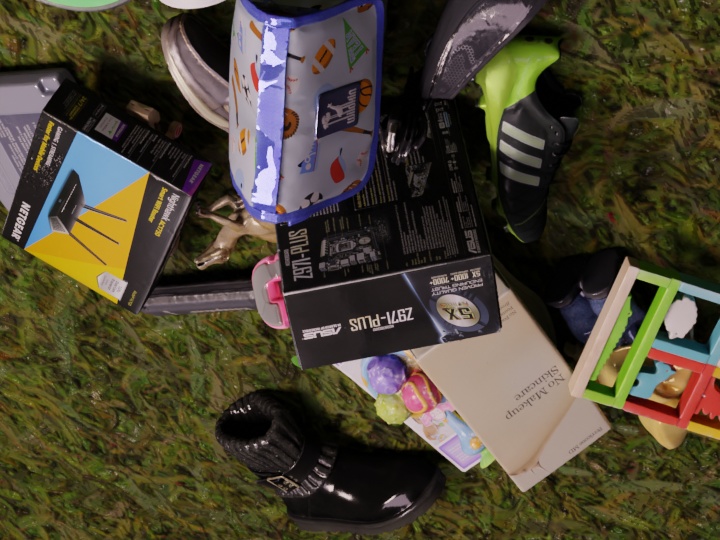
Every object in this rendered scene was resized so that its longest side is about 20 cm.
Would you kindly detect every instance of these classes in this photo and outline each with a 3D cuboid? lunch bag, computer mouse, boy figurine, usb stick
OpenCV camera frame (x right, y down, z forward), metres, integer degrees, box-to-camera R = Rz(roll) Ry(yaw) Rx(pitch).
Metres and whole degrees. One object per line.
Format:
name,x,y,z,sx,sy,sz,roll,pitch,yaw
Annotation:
lunch bag,-0.042,-0.149,1.396,0.123,0.200,0.171,8,119,7
computer mouse,0.077,-0.179,1.395,0.053,0.139,0.200,38,119,-10
boy figurine,0.243,0.074,1.621,0.124,0.065,0.200,-16,125,37
usb stick,-0.125,0.023,1.764,0.199,0.055,0.033,-4,88,30

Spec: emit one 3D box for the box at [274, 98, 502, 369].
box,0.015,-0.033,1.485,0.163,0.201,0.086,-11,133,1

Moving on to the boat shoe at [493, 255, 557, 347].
boat shoe,0.112,0.029,1.654,0.200,0.072,0.068,51,171,-35

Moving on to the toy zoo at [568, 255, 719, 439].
toy zoo,0.291,0.074,1.569,0.199,0.020,0.132,17,115,-10

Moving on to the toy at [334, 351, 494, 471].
toy,0.053,0.123,1.778,0.200,0.047,0.115,37,136,-13

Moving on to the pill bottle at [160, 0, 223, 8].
pill bottle,-0.140,-0.300,1.390,0.108,0.109,0.201,6,135,22

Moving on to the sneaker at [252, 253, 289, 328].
sneaker,0.000,0.000,1.624,0.199,0.095,0.080,-10,89,42

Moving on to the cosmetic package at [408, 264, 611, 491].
cosmetic package,0.122,0.088,1.607,0.103,0.073,0.200,-37,127,4

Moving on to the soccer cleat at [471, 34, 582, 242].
soccer cleat,0.140,-0.101,1.493,0.081,0.068,0.201,-2,132,14

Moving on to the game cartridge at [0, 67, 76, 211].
game cartridge,-0.291,-0.101,1.730,0.132,0.041,0.201,-3,131,24

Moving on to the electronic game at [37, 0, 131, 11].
electronic game,-0.250,-0.293,1.505,0.199,0.042,0.201,14,138,13

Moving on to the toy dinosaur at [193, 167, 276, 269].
toy dinosaur,-0.078,-0.053,1.673,0.199,0.058,0.101,-12,143,33

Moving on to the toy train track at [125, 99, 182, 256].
toy train track,-0.183,-0.088,1.690,0.114,0.033,0.201,23,147,17

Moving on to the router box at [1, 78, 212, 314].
router box,-0.229,-0.063,1.663,0.149,0.051,0.200,30,142,-1

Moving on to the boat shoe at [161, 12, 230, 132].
boat shoe,-0.084,-0.147,1.561,0.073,0.075,0.200,-28,124,26

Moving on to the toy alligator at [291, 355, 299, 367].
toy alligator,0.007,0.047,1.699,0.199,0.059,0.055,-16,83,43

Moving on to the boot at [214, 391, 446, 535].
boot,-0.034,0.189,1.866,0.210,0.080,0.158,-13,126,36
